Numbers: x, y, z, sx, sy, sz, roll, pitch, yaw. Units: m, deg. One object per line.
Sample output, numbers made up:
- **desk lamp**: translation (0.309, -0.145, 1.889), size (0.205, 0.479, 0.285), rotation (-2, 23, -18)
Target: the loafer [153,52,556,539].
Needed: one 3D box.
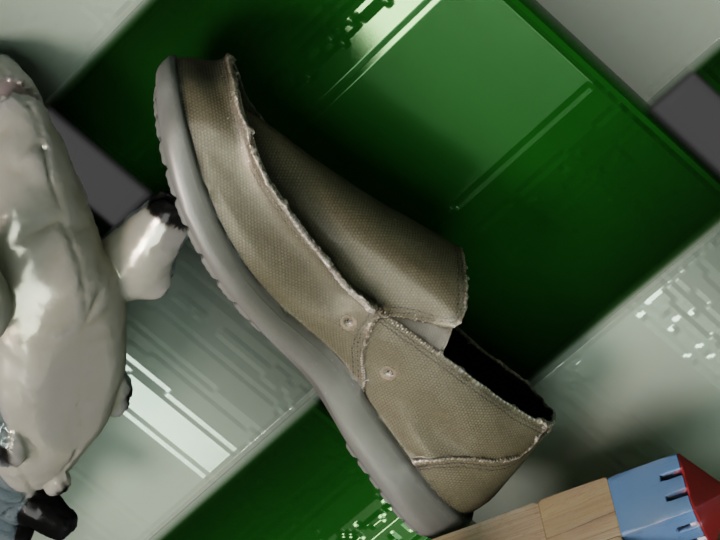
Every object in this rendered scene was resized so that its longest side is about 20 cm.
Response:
- **loafer**: translation (0.000, 0.000, 0.819), size (0.069, 0.075, 0.200), rotation (-31, 118, 10)

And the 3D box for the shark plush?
- **shark plush**: translation (-0.113, 0.025, 0.851), size (0.091, 0.083, 0.201), rotation (-27, 136, -26)

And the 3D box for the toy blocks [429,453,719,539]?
- **toy blocks**: translation (0.107, 0.135, 0.854), size (0.136, 0.100, 0.200), rotation (-21, 135, 10)
